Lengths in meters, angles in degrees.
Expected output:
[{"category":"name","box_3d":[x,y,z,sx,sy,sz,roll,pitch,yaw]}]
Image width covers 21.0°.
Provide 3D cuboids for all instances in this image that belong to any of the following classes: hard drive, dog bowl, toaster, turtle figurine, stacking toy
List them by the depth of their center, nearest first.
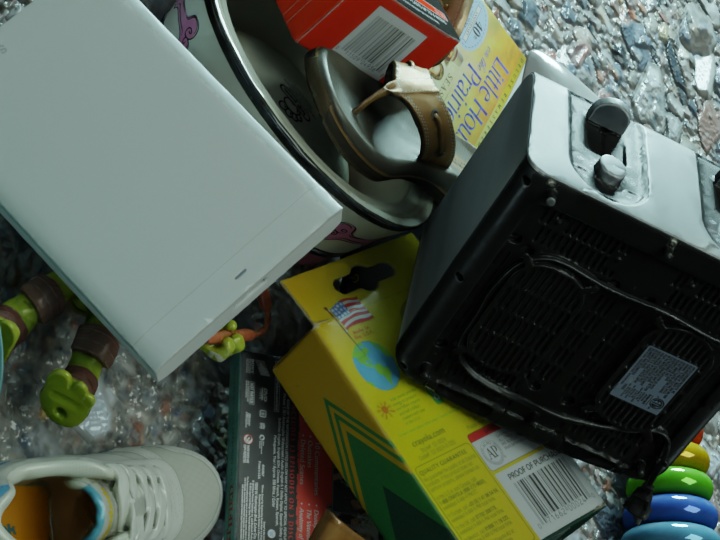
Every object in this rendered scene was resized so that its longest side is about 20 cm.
[{"category":"hard drive","box_3d":[-0.124,-0.057,1.027,0.132,0.026,0.200,-41,77,-15]},{"category":"turtle figurine","box_3d":[-0.148,-0.003,1.070,0.200,0.064,0.162,51,47,-16]},{"category":"toaster","box_3d":[0.130,0.012,1.083,0.180,0.201,0.119,24,39,-10]},{"category":"dog bowl","box_3d":[-0.046,-0.091,1.145,0.200,0.074,0.201,44,25,-27]},{"category":"stacking toy","box_3d":[0.227,0.157,1.427,0.085,0.085,0.202,24,58,-40]}]

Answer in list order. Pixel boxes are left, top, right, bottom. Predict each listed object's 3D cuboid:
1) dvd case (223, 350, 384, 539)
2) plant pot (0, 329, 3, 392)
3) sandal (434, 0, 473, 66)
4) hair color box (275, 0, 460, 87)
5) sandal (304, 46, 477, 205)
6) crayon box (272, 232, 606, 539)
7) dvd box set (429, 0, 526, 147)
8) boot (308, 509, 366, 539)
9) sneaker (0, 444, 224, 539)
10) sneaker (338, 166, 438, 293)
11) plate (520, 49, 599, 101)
[{"category":"dvd case","box_3d":[0.014,0.132,1.146,0.198,0.022,0.147,10,67,-24]},{"category":"plant pot","box_3d":[-0.257,0.045,0.874,0.200,0.160,0.203,13,72,-43]},{"category":"sandal","box_3d":[0.040,-0.227,1.288,0.069,0.078,0.213,26,51,-17]},{"category":"hair color box","box_3d":[-0.022,-0.208,1.182,0.101,0.061,0.201,25,33,-50]},{"category":"sandal","box_3d":[0.034,-0.084,1.127,0.199,0.054,0.082,28,35,-49]},{"category":"crayon box","box_3d":[0.037,0.082,1.116,0.126,0.051,0.201,-19,69,-47]},{"category":"dvd box set","box_3d":[0.032,-0.159,1.323,0.200,0.029,0.147,50,49,-26]},{"category":"boot","box_3d":[-0.060,0.221,1.039,0.188,0.068,0.201,35,88,-34]},{"category":"sneaker","box_3d":[-0.140,0.132,1.035,0.199,0.080,0.077,-5,83,-49]},{"category":"sneaker","box_3d":[0.000,0.000,1.236,0.106,0.075,0.201,35,69,1]},{"category":"plate","box_3d":[0.163,-0.015,1.259,0.199,0.032,0.202,33,61,-37]}]
